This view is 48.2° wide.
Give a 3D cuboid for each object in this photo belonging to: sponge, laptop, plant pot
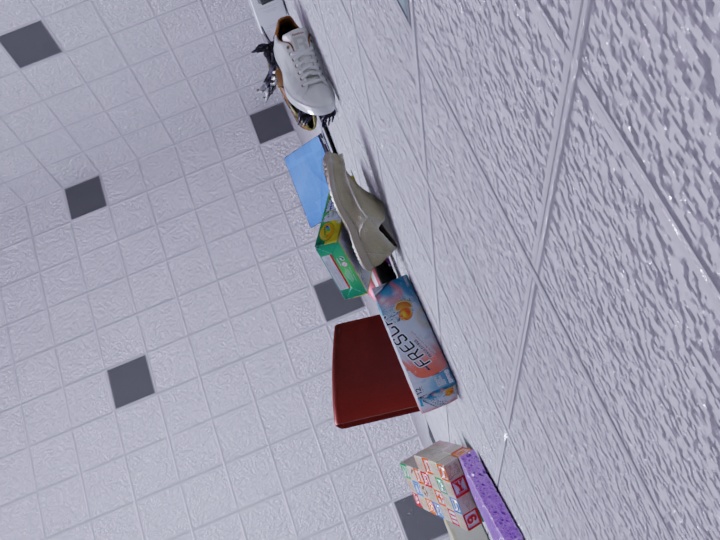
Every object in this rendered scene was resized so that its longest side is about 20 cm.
[{"bbox_3d":[0.200,0.364,1.174,0.200,0.029,0.113,-117,7,-64],"label":"sponge"},{"bbox_3d":[-0.103,-0.224,1.863,0.200,0.114,0.190,85,163,-82],"label":"laptop"},{"bbox_3d":[0.036,0.180,1.486,0.200,0.197,0.179,80,177,-77],"label":"plant pot"}]

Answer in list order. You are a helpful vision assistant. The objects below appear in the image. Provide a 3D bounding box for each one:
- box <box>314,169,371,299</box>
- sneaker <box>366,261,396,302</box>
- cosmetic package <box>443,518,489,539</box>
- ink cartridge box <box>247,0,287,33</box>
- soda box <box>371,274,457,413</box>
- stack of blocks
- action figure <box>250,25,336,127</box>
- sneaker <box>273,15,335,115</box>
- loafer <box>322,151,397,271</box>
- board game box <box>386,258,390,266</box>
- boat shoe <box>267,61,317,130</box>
[{"bbox_3d":[-0.017,-0.065,1.315,0.118,0.048,0.201,61,-153,-33],"label":"box"},{"bbox_3d":[0.000,0.000,1.446,0.202,0.086,0.074,60,-155,5],"label":"sneaker"},{"bbox_3d":[0.238,0.586,1.708,0.201,0.072,0.105,-113,3,-59],"label":"cosmetic package"},{"bbox_3d":[-0.212,-0.600,1.622,0.201,0.067,0.117,72,176,-45],"label":"ink cartridge box"},{"bbox_3d":[0.082,0.111,1.231,0.069,0.063,0.202,72,175,-58],"label":"soda box"},{"bbox_3d":[0.140,0.356,1.376,0.117,0.058,0.200,68,159,-4],"label":"stack of blocks"},{"bbox_3d":[-0.127,-0.340,1.433,0.201,0.118,0.102,59,142,21],"label":"action figure"},{"bbox_3d":[-0.098,-0.337,1.311,0.085,0.072,0.201,93,152,-53],"label":"sneaker"},{"bbox_3d":[0.000,-0.095,1.205,0.076,0.067,0.202,-108,-5,-57],"label":"loafer"},{"bbox_3d":[0.038,-0.008,1.594,0.200,0.032,0.121,-135,20,-82],"label":"board game box"},{"bbox_3d":[-0.150,-0.421,1.884,0.201,0.071,0.068,59,179,-34],"label":"boat shoe"}]
